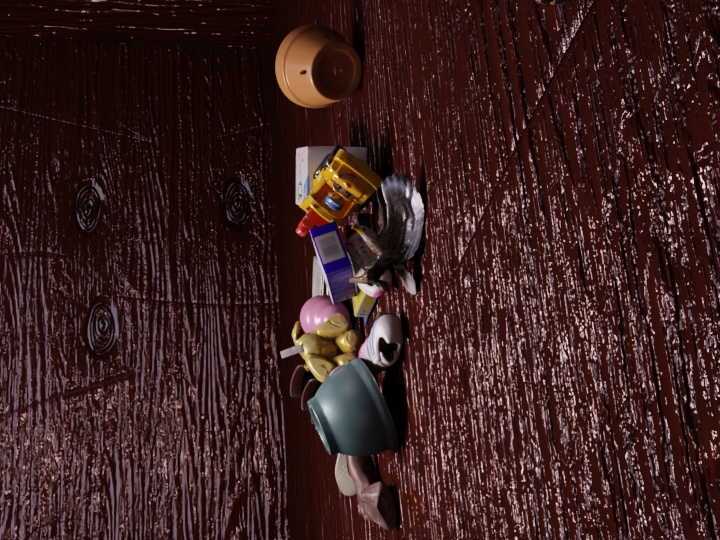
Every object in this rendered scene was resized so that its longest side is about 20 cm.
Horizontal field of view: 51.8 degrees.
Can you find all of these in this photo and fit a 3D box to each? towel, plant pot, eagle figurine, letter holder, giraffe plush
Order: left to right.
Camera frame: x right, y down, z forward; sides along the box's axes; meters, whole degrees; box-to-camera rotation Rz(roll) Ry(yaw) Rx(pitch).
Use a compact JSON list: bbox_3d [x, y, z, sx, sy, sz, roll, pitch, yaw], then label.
[{"bbox_3d":[-0.122,0.347,2.076,0.200,0.142,0.101,107,159,-54],"label":"letter holder"},{"bbox_3d":[-0.111,0.048,2.236,0.200,0.048,0.171,-154,67,-76],"label":"towel"},{"bbox_3d":[-0.088,-0.485,1.787,0.140,0.200,0.200,35,127,55],"label":"plant pot"},{"bbox_3d":[-0.084,0.215,1.854,0.162,0.200,0.173,72,-165,-65],"label":"giraffe plush"},{"bbox_3d":[-0.027,0.296,1.516,0.200,0.134,0.201,158,90,-78],"label":"plant pot"},{"bbox_3d":[0.053,-0.064,1.359,0.152,0.151,0.200,19,78,36],"label":"eagle figurine"}]

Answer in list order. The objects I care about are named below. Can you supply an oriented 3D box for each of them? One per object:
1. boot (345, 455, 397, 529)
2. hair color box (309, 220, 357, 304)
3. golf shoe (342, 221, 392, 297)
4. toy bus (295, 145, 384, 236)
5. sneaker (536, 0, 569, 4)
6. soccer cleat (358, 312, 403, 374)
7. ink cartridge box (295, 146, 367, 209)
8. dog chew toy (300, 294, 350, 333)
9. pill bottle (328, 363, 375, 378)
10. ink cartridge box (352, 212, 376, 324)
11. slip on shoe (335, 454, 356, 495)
[{"bbox_3d":[0.024,0.457,1.600,0.200,0.064,0.187,122,132,-74],"label":"boot"},{"bbox_3d":[-0.055,-0.013,1.590,0.200,0.065,0.109,87,164,-70],"label":"hair color box"},{"bbox_3d":[0.005,-0.025,1.546,0.092,0.075,0.200,56,-175,-41],"label":"golf shoe"},{"bbox_3d":[-0.061,-0.150,1.585,0.192,0.136,0.200,-53,9,-12],"label":"toy bus"},{"bbox_3d":[0.198,-0.368,0.720,0.200,0.075,0.079,104,164,-44],"label":"sneaker"},{"bbox_3d":[0.040,0.168,1.489,0.200,0.070,0.086,104,161,-49],"label":"soccer cleat"},{"bbox_3d":[-0.074,-0.226,1.800,0.200,0.146,0.147,-148,58,-76],"label":"ink cartridge box"},{"bbox_3d":[-0.085,0.128,1.965,0.200,0.124,0.125,179,90,-70],"label":"dog chew toy"},{"bbox_3d":[-0.031,0.322,1.724,0.114,0.114,0.200,-104,18,-46],"label":"pill bottle"},{"bbox_3d":[0.000,0.000,1.725,0.200,0.047,0.198,116,149,-60],"label":"ink cartridge box"},{"bbox_3d":[-0.025,0.456,1.843,0.061,0.074,0.200,39,-133,-76],"label":"slip on shoe"}]
